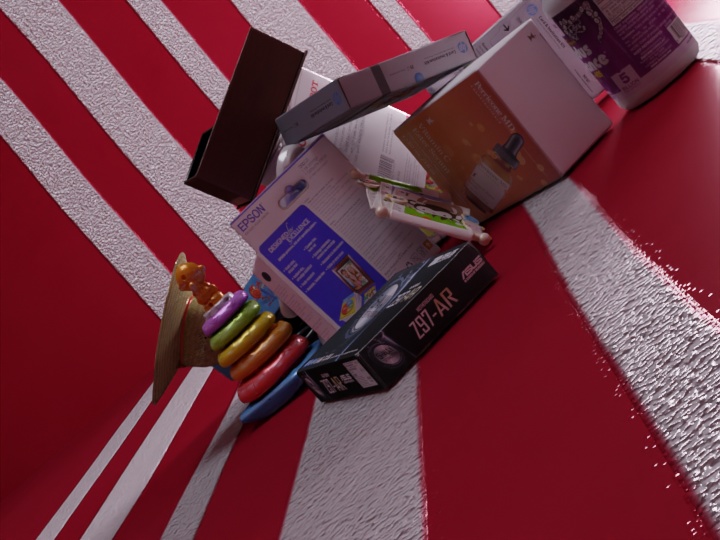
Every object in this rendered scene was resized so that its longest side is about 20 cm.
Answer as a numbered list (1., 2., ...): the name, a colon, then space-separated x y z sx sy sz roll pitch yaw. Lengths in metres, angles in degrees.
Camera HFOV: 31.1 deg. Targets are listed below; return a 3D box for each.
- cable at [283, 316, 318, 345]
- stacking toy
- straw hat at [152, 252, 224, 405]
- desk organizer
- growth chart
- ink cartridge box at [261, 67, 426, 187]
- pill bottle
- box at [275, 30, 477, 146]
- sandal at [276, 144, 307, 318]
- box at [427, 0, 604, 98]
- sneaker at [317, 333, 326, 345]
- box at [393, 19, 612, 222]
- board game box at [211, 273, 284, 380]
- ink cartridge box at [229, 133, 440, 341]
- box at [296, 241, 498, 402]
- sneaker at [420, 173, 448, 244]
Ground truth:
1. cable: -0.064 0.079 1.705 0.200 0.051 0.163 -44 13 -26
2. stacking toy: -0.147 0.068 1.531 0.116 0.200 0.110 -40 6 24
3. straw hat: -0.198 0.079 1.607 0.201 0.084 0.203 -170 90 -88
4. desk organizer: -0.139 -0.184 1.566 0.072 0.076 0.202 -10 60 69
5. growth chart: 0.068 -0.070 1.440 0.200 0.143 0.018 -115 38 -71
6. ink cartridge box: -0.020 -0.148 1.632 0.085 0.199 0.147 -46 27 48
7. pill bottle: 0.269 -0.285 1.418 0.112 0.200 0.112 -40 6 5
8. box: 0.017 -0.214 1.527 0.199 0.041 0.156 -27 3 -33
9. sandal: -0.086 -0.047 1.540 0.049 0.205 0.082 4 5 28
10. box: 0.206 -0.240 1.643 0.200 0.156 0.041 -42 8 -1
11. sneaker: 0.000 0.000 1.556 0.078 0.100 0.200 -26 17 51
12. box: 0.158 -0.163 1.480 0.106 0.153 0.200 -43 6 -29
13. board game box: -0.126 0.046 1.761 0.197 0.056 0.200 -56 -4 2
14. ink cartridge box: -0.031 -0.031 1.488 0.198 0.200 0.043 -47 2 -39
15. box: 0.031 0.054 1.268 0.160 0.044 0.200 -44 7 -19
16. sneaker: 0.097 -0.097 1.680 0.200 0.090 0.078 -48 11 -21
